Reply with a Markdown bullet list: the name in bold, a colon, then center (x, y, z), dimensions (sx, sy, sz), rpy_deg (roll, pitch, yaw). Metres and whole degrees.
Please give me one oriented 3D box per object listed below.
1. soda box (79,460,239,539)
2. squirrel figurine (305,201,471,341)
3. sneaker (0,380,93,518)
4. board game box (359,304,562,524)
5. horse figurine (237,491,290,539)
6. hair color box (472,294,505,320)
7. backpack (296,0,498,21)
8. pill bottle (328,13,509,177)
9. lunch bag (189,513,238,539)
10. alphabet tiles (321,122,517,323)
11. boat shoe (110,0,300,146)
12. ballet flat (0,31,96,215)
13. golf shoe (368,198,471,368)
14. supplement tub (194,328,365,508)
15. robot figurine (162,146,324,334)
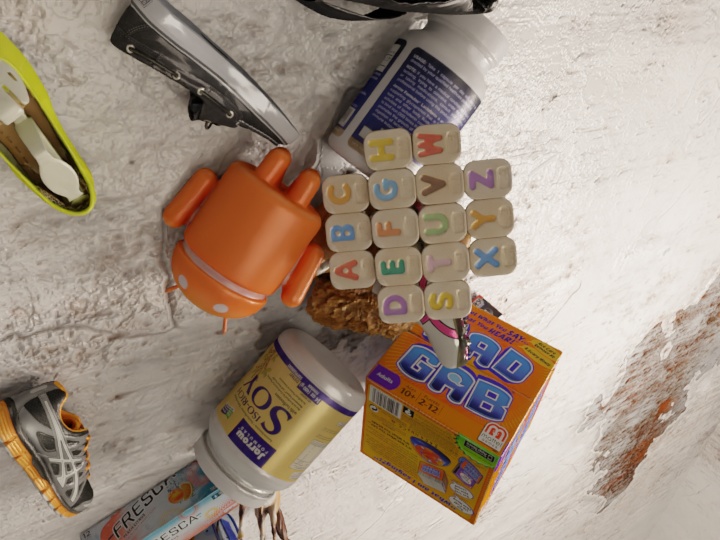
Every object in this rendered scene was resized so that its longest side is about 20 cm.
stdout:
- **soda box**: center (-0.274, 0.344, 0.903), dimensions (0.200, 0.064, 0.069), rpy_deg (-31, 137, -18)
- **squirrel figurine**: center (0.000, 0.000, 0.805), dimensions (0.186, 0.142, 0.201), rpy_deg (3, 117, -34)
- **sneaker**: center (-0.336, 0.203, 0.731), dimensions (0.077, 0.078, 0.201), rpy_deg (-34, 140, -27)
- **board game box**: center (0.138, 0.193, 0.946), dimensions (0.200, 0.200, 0.200), rpy_deg (-46, 153, -36)
- **horse figurine**: center (-0.149, 0.362, 0.999), dimensions (0.050, 0.133, 0.200), rpy_deg (-11, 141, 6)
- **hair color box**: center (0.212, 0.143, 1.151), dimensions (0.111, 0.064, 0.200), rpy_deg (-40, 140, -5)
- **backpack**: center (0.020, -0.294, 0.583), dimensions (0.199, 0.167, 0.127), rpy_deg (-10, 108, -31)
- **pill bottle**: center (0.064, -0.187, 0.718), dimensions (0.116, 0.116, 0.200), rpy_deg (27, 104, -48)
- **lunch bag**: center (-0.221, 0.445, 0.925), dimensions (0.160, 0.200, 0.076), rpy_deg (-45, 131, 0)
- **alphabet tiles**: center (0.060, -0.046, 0.672), dimensions (0.195, 0.015, 0.201), rpy_deg (-4, 99, 6)
- **boat shoe**: center (-0.139, -0.167, 0.603), dimensions (0.066, 0.070, 0.200), rpy_deg (-44, 140, 9)
- **ballet flat**: center (-0.274, -0.120, 0.524), dimensions (0.067, 0.067, 0.200), rpy_deg (-35, 138, -12)
- **golf shoe**: center (0.062, 0.020, 0.728), dimensions (0.092, 0.073, 0.201), rpy_deg (-20, 99, 6)
- **supplement tub**: center (-0.106, 0.192, 0.859), dimensions (0.200, 0.145, 0.145), rpy_deg (-48, 139, 2)
- **robot figurine**: center (-0.118, -0.032, 0.688), dimensions (0.144, 0.117, 0.200), rpy_deg (28, 102, -48)
